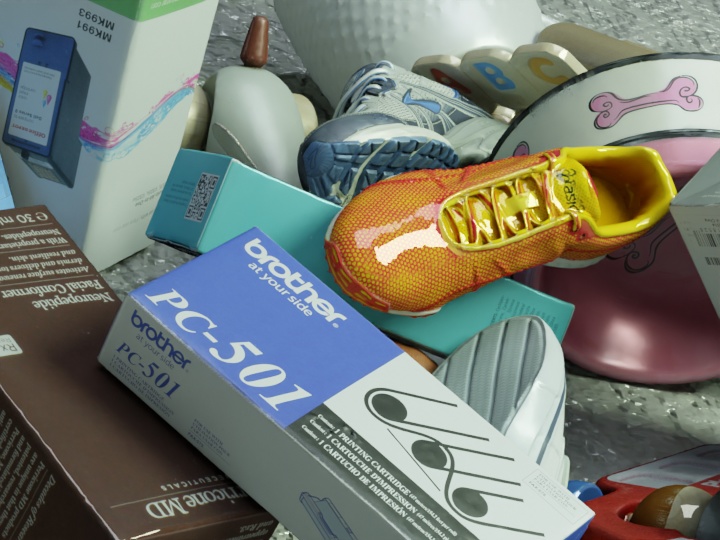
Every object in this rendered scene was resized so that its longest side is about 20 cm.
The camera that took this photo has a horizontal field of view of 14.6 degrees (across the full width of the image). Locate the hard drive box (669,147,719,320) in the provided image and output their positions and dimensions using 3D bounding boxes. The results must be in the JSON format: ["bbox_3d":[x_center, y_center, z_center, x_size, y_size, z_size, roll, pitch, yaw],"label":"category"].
[{"bbox_3d":[0.263,0.028,1.377,0.156,0.200,0.077,3,38,46],"label":"hard drive box"}]

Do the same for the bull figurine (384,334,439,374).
[{"bbox_3d":[-0.033,0.062,1.330,0.121,0.065,0.200,26,15,23],"label":"bull figurine"}]

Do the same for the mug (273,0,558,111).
[{"bbox_3d":[0.062,-0.141,1.744,0.200,0.148,0.175,11,30,-29],"label":"mug"}]

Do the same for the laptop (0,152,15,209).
[{"bbox_3d":[-0.187,-0.015,1.343,0.200,0.116,0.187,28,27,24],"label":"laptop"}]

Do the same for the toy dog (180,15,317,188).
[{"bbox_3d":[-0.041,-0.073,1.583,0.200,0.096,0.132,34,30,34],"label":"toy dog"}]

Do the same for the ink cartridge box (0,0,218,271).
[{"bbox_3d":[-0.164,-0.117,1.474,0.145,0.200,0.087,27,29,19],"label":"ink cartridge box"}]

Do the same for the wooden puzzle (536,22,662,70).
[{"bbox_3d":[0.216,-0.091,1.618,0.200,0.046,0.185,13,8,-18],"label":"wooden puzzle"}]

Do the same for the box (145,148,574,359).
[{"bbox_3d":[0.000,0.000,1.398,0.200,0.049,0.082,23,-3,-23],"label":"box"}]

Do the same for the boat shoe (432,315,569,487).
[{"bbox_3d":[0.060,0.101,1.302,0.074,0.067,0.200,-14,29,26],"label":"boat shoe"}]

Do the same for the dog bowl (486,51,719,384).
[{"bbox_3d":[0.166,-0.019,1.503,0.200,0.200,0.074,10,44,-14],"label":"dog bowl"}]

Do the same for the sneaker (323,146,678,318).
[{"bbox_3d":[0.066,-0.030,1.348,0.200,0.077,0.073,-17,77,-38],"label":"sneaker"}]

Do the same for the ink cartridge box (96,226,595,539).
[{"bbox_3d":[-0.007,0.070,1.187,0.200,0.044,0.094,40,37,16],"label":"ink cartridge box"}]

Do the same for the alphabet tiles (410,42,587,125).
[{"bbox_3d":[0.125,-0.062,1.594,0.200,0.015,0.196,-1,-36,49],"label":"alphabet tiles"}]

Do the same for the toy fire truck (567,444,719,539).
[{"bbox_3d":[0.180,0.121,1.326,0.168,0.112,0.200,5,12,40],"label":"toy fire truck"}]

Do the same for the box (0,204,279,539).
[{"bbox_3d":[-0.135,0.064,1.208,0.100,0.075,0.200,-8,49,-47],"label":"box"}]

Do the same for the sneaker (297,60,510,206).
[{"bbox_3d":[0.011,-0.068,1.506,0.085,0.077,0.200,47,21,18],"label":"sneaker"}]
